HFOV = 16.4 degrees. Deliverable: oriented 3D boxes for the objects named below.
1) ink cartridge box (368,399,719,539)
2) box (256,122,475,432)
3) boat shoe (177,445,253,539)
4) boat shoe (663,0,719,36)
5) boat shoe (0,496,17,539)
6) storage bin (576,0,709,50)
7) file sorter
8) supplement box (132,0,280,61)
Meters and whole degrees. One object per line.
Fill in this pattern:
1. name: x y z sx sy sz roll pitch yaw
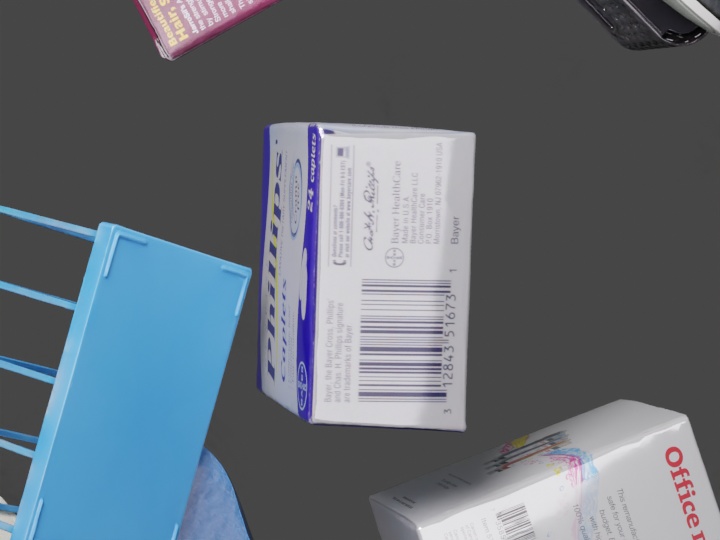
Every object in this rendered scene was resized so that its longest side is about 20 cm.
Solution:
1. ink cartridge box: 0.132 0.189 1.662 0.199 0.145 0.146 -20 96 -11
2. box: 0.000 0.000 1.595 0.104 0.200 0.186 2 92 -11
3. boat shoe: -0.090 0.210 1.655 0.083 0.069 0.202 -7 91 -14
4. boat shoe: 0.174 -0.233 1.593 0.200 0.076 0.060 42 89 -12
5. boat shoe: -0.288 0.160 1.622 0.062 0.073 0.200 -32 111 34
6. storage bin: 0.221 -0.260 1.688 0.135 0.094 0.200 43 83 -11
7. file sorter: -0.180 0.071 1.578 0.138 0.122 0.202 19 87 -53
8. supplement box: -0.067 -0.239 1.602 0.199 0.103 0.132 -28 99 1
